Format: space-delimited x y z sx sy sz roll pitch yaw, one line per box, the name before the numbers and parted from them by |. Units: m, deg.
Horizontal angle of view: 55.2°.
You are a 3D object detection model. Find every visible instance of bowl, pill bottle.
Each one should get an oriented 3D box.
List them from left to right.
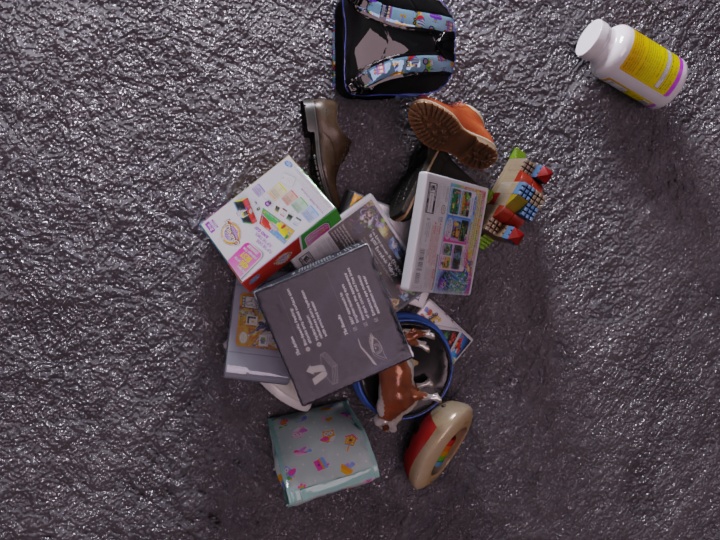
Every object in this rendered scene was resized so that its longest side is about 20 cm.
bowl | 0.080 0.180 1.281 0.198 0.039 0.203 -2 97 -12
pill bottle | 0.511 -0.395 1.305 0.198 0.104 0.105 23 92 -16

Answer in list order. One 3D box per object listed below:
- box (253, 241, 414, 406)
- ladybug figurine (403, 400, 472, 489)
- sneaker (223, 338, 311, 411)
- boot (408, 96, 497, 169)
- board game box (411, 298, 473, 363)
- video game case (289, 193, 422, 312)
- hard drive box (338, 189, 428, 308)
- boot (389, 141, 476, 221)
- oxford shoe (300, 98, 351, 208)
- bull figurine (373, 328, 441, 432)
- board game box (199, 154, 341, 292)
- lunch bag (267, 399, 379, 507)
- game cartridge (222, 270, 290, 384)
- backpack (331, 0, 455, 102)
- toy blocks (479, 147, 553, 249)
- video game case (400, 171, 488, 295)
box | -0.045 0.081 1.123 0.198 0.117 0.199 -23 96 -3
ladybug figurine | 0.141 0.329 1.318 0.072 0.135 0.201 36 107 27
sneaker | -0.148 0.171 1.242 0.200 0.073 0.085 44 89 -14
boot | 0.158 -0.266 1.228 0.199 0.075 0.108 25 47 -34
board game box | 0.108 0.167 1.324 0.126 0.035 0.200 42 87 -15
video game case | 0.000 0.000 1.203 0.181 0.023 0.201 -36 104 -5
hard drive box | 0.044 -0.039 1.258 0.198 0.077 0.158 18 94 -16
boot | 0.140 -0.135 1.234 0.138 0.077 0.201 40 58 -20
oxford shoe | -0.050 -0.202 1.213 0.083 0.073 0.203 -9 100 -14
bull figurine | 0.076 0.194 1.229 0.120 0.065 0.203 -7 99 -13
board game box | -0.155 -0.083 1.174 0.199 0.040 0.153 -38 62 -5
lunch bag | -0.067 0.333 1.216 0.168 0.200 0.123 -12 110 -13
game cartridge | -0.164 0.094 1.206 0.131 0.042 0.202 7 71 -11
backpack | 0.057 -0.383 1.179 0.197 0.134 0.185 -4 99 -13
toy blocks | 0.285 -0.129 1.272 0.099 0.137 0.201 31 90 -16
video game case | 0.151 -0.059 1.214 0.181 0.024 0.203 5 95 -45
